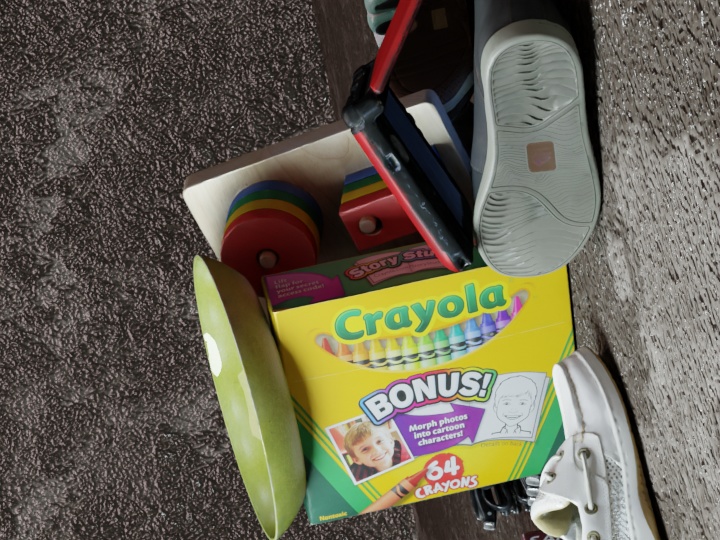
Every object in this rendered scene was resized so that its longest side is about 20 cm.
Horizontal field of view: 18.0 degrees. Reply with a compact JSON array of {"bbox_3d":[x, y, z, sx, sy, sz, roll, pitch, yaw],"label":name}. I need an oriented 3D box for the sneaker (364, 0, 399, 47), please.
[{"bbox_3d":[0.030,-0.245,1.828,0.200,0.077,0.141,87,171,-62],"label":"sneaker"}]

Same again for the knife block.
[{"bbox_3d":[0.104,0.103,1.832,0.176,0.063,0.202,-176,76,-86],"label":"knife block"}]

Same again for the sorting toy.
[{"bbox_3d":[0.000,0.000,1.609,0.070,0.197,0.201,-82,-32,-54],"label":"sorting toy"}]

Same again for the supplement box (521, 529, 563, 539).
[{"bbox_3d":[0.158,0.278,1.511,0.109,0.060,0.201,84,173,-46],"label":"supplement box"}]

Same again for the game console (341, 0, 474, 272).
[{"bbox_3d":[0.055,-0.114,1.394,0.173,0.118,0.200,55,-171,-8],"label":"game console"}]

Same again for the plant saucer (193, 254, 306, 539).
[{"bbox_3d":[-0.073,0.083,1.545,0.200,0.031,0.202,165,90,-79],"label":"plant saucer"}]

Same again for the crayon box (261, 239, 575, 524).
[{"bbox_3d":[0.045,0.068,1.542,0.058,0.198,0.174,-110,9,-58],"label":"crayon box"}]

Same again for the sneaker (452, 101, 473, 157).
[{"bbox_3d":[0.078,-0.033,1.789,0.091,0.075,0.201,-116,12,-50],"label":"sneaker"}]

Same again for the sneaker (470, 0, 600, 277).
[{"bbox_3d":[0.100,-0.094,1.329,0.201,0.074,0.107,89,178,-46],"label":"sneaker"}]

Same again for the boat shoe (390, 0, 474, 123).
[{"bbox_3d":[0.063,-0.141,1.668,0.203,0.074,0.075,-76,-26,-59],"label":"boat shoe"}]

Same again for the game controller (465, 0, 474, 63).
[{"bbox_3d":[0.088,-0.130,1.545,0.105,0.042,0.201,-107,8,-60],"label":"game controller"}]

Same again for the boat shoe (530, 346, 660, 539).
[{"bbox_3d":[0.135,0.135,1.363,0.071,0.069,0.201,81,177,-53],"label":"boat shoe"}]
